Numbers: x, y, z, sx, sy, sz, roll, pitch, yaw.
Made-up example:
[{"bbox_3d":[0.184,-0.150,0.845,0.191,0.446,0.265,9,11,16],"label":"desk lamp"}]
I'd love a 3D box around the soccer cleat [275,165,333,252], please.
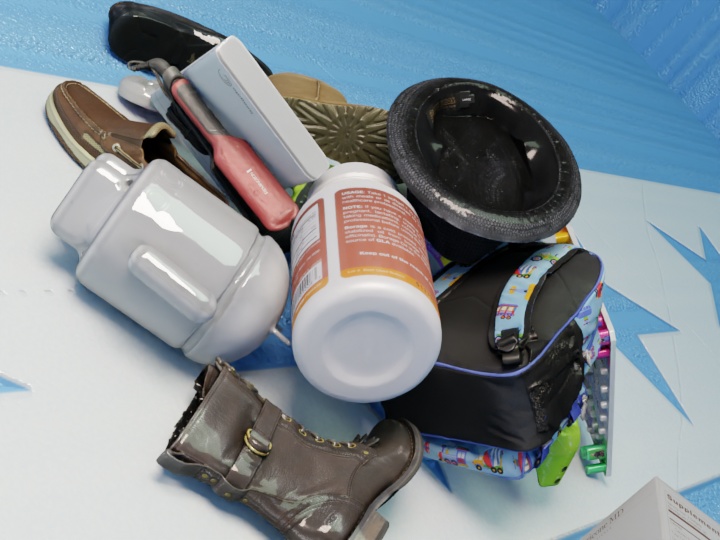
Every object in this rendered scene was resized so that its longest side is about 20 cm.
[{"bbox_3d":[-0.038,-0.052,1.088,0.081,0.068,0.200,40,24,-1],"label":"soccer cleat"}]

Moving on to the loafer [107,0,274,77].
[{"bbox_3d":[-0.176,-0.237,1.189,0.199,0.073,0.073,24,27,-34],"label":"loafer"}]

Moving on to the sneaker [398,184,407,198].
[{"bbox_3d":[0.040,-0.106,1.197,0.071,0.080,0.200,49,4,4],"label":"sneaker"}]

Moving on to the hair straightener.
[{"bbox_3d":[-0.133,-0.104,0.962,0.041,0.077,0.200,-42,88,-21],"label":"hair straightener"}]

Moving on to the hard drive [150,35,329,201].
[{"bbox_3d":[-0.112,-0.125,0.981,0.027,0.200,0.132,-43,105,-21],"label":"hard drive"}]

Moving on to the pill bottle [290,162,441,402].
[{"bbox_3d":[0.000,0.000,0.880,0.112,0.112,0.201,30,28,-22],"label":"pill bottle"}]

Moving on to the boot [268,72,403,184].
[{"bbox_3d":[-0.020,-0.153,1.118,0.173,0.067,0.200,19,14,-7],"label":"boot"}]

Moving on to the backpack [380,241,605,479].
[{"bbox_3d":[0.122,0.061,0.961,0.200,0.181,0.136,-43,124,-41],"label":"backpack"}]

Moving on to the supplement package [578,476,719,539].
[{"bbox_3d":[0.255,0.296,0.923,0.117,0.117,0.200,36,27,-9],"label":"supplement package"}]

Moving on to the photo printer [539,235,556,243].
[{"bbox_3d":[0.164,-0.009,1.173,0.069,0.202,0.167,-7,37,1],"label":"photo printer"}]

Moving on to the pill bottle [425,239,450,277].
[{"bbox_3d":[0.060,-0.009,1.128,0.104,0.104,0.200,42,27,2],"label":"pill bottle"}]

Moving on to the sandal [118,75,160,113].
[{"bbox_3d":[-0.148,-0.143,1.117,0.201,0.050,0.083,20,17,-13],"label":"sandal"}]

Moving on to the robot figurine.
[{"bbox_3d":[-0.136,-0.005,0.852,0.199,0.113,0.170,36,12,-12],"label":"robot figurine"}]

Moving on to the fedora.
[{"bbox_3d":[0.097,-0.076,0.973,0.198,0.092,0.202,12,45,-12],"label":"fedora"}]

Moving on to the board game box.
[{"bbox_3d":[0.226,0.078,1.161,0.026,0.202,0.201,-8,38,0],"label":"board game box"}]

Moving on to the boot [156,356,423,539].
[{"bbox_3d":[-0.047,0.126,0.828,0.174,0.069,0.200,41,29,-3],"label":"boot"}]

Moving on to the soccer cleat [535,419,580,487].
[{"bbox_3d":[0.127,0.129,1.062,0.067,0.082,0.200,-1,26,-38],"label":"soccer cleat"}]

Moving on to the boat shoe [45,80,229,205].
[{"bbox_3d":[-0.188,-0.103,0.969,0.202,0.075,0.075,45,27,7],"label":"boat shoe"}]
